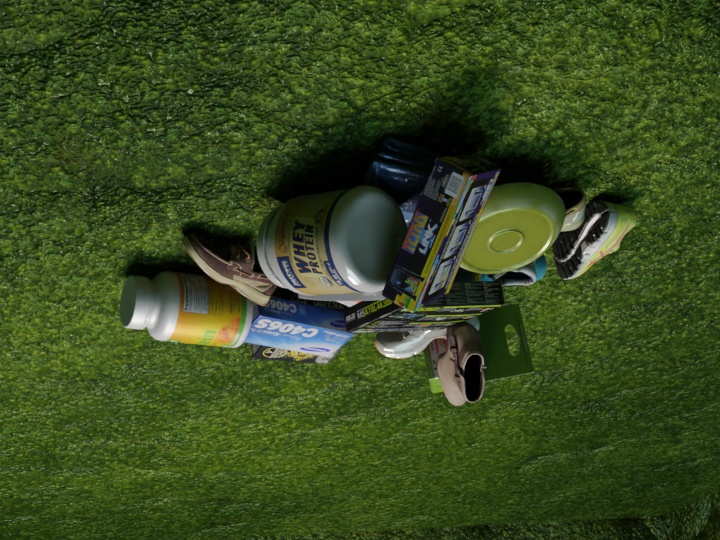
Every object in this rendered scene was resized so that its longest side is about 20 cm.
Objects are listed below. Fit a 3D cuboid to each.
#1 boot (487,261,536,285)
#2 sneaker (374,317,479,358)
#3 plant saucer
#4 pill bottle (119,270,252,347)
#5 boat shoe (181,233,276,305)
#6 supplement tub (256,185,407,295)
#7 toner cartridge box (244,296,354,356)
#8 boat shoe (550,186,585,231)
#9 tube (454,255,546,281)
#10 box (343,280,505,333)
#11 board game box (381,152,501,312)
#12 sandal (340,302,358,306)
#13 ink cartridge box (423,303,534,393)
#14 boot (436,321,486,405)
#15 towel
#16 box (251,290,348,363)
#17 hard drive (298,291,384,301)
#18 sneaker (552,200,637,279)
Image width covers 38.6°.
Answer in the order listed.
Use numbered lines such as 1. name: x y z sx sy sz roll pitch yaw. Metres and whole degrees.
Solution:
1. boot: 0.209 -0.033 1.654 0.197 0.097 0.073 11 148 -31
2. sneaker: 0.117 0.093 1.852 0.196 0.077 0.093 -16 147 -3
3. plant saucer: 0.215 -0.053 1.542 0.196 0.032 0.202 -7 144 -5
4. pill bottle: -0.285 0.061 1.675 0.197 0.113 0.111 8 150 -30
5. boat shoe: -0.197 -0.016 1.616 0.072 0.072 0.199 -47 132 7
6. supplement tub: -0.043 -0.039 1.464 0.143 0.148 0.198 16 166 -41
7. toner cartridge box: -0.115 0.097 1.775 0.197 0.044 0.095 13 145 -34
8. boat shoe: 0.253 -0.095 1.586 0.196 0.075 0.067 -11 146 -8
9. tube: 0.224 -0.006 1.735 0.197 0.079 0.050 -3 -164 -31
10. box: 0.101 0.060 1.668 0.196 0.049 0.193 0 163 -29
11. board game box: 0.113 -0.057 1.411 0.056 0.203 0.165 26 -163 15
12. sandal: -0.028 0.017 1.727 0.203 0.060 0.079 15 154 -16
13. ink cartridge box: 0.214 0.131 1.925 0.196 0.150 0.076 -12 153 4
14. boot: 0.179 0.182 1.778 0.069 0.147 0.204 -10 117 -5
15. towel: 0.053 -0.107 1.485 0.109 0.049 0.201 16 149 -5
16. box: -0.097 0.106 1.891 0.158 0.050 0.200 4 149 -26
17. hard drive: 0.000 0.000 1.590 0.198 0.043 0.134 -1 -152 48
18. sneaker: 0.392 -0.045 1.714 0.089 0.080 0.200 -5 156 -24
